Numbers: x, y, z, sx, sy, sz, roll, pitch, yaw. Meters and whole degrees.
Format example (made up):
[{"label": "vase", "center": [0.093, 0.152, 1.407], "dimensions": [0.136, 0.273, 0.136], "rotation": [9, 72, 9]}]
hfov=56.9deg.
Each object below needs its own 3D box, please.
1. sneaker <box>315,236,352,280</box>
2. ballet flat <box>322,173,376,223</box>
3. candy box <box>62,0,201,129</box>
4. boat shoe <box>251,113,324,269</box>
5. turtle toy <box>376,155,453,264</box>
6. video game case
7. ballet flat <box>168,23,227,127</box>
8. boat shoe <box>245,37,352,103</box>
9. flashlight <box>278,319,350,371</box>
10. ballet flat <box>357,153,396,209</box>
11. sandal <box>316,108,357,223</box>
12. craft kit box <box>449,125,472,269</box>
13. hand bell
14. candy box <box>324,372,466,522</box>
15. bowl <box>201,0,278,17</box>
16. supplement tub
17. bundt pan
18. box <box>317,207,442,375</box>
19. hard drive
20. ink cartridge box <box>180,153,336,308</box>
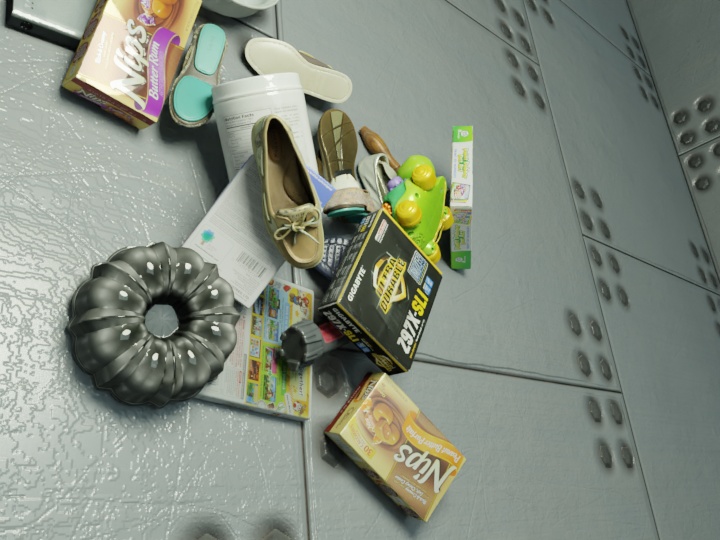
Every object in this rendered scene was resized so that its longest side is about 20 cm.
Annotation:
[{"label": "sneaker", "center": [0.000, 0.000, 1.085], "dimensions": [0.199, 0.082, 0.074], "rotation": [18, 78, -28]}, {"label": "ballet flat", "center": [-0.020, -0.114, 1.044], "dimensions": [0.200, 0.068, 0.068], "rotation": [5, 74, -81]}, {"label": "candy box", "center": [-0.305, -0.309, 0.899], "dimensions": [0.116, 0.056, 0.201], "rotation": [28, 69, -38]}, {"label": "boat shoe", "center": [-0.092, -0.095, 0.833], "dimensions": [0.073, 0.063, 0.201], "rotation": [-19, 102, -9]}, {"label": "turtle toy", "center": [0.089, -0.111, 1.123], "dimensions": [0.146, 0.101, 0.201], "rotation": [57, 47, -47]}, {"label": "video game case", "center": [-0.143, 0.095, 0.924], "dimensions": [0.182, 0.023, 0.201], "rotation": [22, 54, -36]}, {"label": "ballet flat", "center": [-0.240, -0.272, 0.978], "dimensions": [0.068, 0.075, 0.201], "rotation": [20, 58, -23]}, {"label": "boat shoe", "center": [-0.111, -0.350, 1.162], "dimensions": [0.199, 0.072, 0.060], "rotation": [15, 18, -26]}, {"label": "flashlight", "center": [-0.042, 0.083, 0.972], "dimensions": [0.068, 0.068, 0.200], "rotation": [50, 26, 15]}, {"label": "ballet flat", "center": [0.055, -0.121, 1.206], "dimensions": [0.069, 0.069, 0.201], "rotation": [-15, 81, -48]}, {"label": "sandal", "center": [-0.044, -0.179, 1.152], "dimensions": [0.080, 0.054, 0.201], "rotation": [-9, 90, -42]}, {"label": "craft kit box", "center": [0.195, -0.138, 1.287], "dimensions": [0.200, 0.048, 0.198], "rotation": [77, 19, -56]}, {"label": "hand bell", "center": [0.066, -0.194, 1.260], "dimensions": [0.200, 0.104, 0.104], "rotation": [51, 41, 6]}, {"label": "candy box", "center": [0.054, 0.260, 0.987], "dimensions": [0.200, 0.055, 0.116], "rotation": [49, 64, -16]}, {"label": "bowl", "center": [-0.231, -0.492, 1.092], "dimensions": [0.201, 0.090, 0.202], "rotation": [23, 54, -35]}, {"label": "supplement tub", "center": [-0.131, -0.170, 0.952], "dimensions": [0.132, 0.132, 0.201], "rotation": [-23, 106, -49]}, {"label": "bundt pan", "center": [-0.229, 0.057, 0.777], "dimensions": [0.201, 0.076, 0.203], "rotation": [9, 73, -30]}, {"label": "box", "center": [0.037, 0.031, 0.993], "dimensions": [0.160, 0.049, 0.200], "rotation": [47, 46, -24]}, {"label": "hard drive", "center": [-0.376, -0.364, 0.921], "dimensions": [0.199, 0.033, 0.140], "rotation": [11, 62, -42]}, {"label": "ink cartridge box", "center": [-0.137, -0.064, 0.880], "dimensions": [0.119, 0.042, 0.200], "rotation": [37, 91, -15]}]
